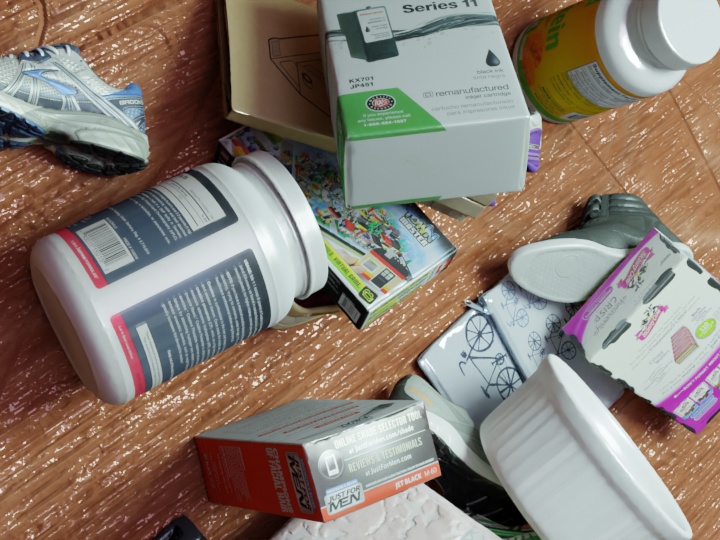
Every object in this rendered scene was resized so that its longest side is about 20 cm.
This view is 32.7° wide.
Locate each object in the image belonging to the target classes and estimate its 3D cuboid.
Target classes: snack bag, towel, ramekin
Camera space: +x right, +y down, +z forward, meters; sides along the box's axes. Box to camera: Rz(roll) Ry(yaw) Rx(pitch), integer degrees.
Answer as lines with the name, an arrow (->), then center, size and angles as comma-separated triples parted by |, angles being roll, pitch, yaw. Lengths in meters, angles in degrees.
snack bag -> 0.162, 0.101, 1.205 | 0.200, 0.021, 0.189 | -39, 104, -28
towel -> 0.007, 0.249, 0.972 | 0.200, 0.190, 0.032 | -40, 142, -31
ramekin -> 0.195, 0.182, 1.096 | 0.098, 0.201, 0.201 | -39, 107, 10

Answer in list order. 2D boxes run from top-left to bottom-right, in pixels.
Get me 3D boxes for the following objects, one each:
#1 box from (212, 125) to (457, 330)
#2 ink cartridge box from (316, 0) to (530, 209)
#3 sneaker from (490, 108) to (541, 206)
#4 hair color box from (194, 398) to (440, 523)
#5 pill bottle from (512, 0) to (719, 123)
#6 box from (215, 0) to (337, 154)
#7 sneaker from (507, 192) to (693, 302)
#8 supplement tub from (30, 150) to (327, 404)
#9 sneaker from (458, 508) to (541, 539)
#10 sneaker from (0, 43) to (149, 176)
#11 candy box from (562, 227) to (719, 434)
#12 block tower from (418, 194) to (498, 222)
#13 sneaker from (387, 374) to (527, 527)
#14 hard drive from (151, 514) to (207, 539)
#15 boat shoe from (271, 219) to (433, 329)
box -> -0.023, -0.056, 1.056 | 0.110, 0.035, 0.200 | -34, 75, -30
ink cartridge box -> 0.045, -0.155, 0.994 | 0.146, 0.083, 0.201 | -7, 49, -4
sneaker -> 0.098, -0.092, 1.162 | 0.199, 0.081, 0.084 | -22, 113, -25
hair color box -> -0.040, 0.147, 0.975 | 0.110, 0.200, 0.064 | -16, 92, -30
pill bottle -> 0.248, -0.216, 1.189 | 0.111, 0.200, 0.112 | 4, 82, -30
box -> -0.031, -0.169, 1.080 | 0.199, 0.021, 0.164 | 15, 48, -29
sneaker -> 0.224, -0.027, 1.225 | 0.199, 0.099, 0.071 | -3, 130, -20
supplement tub -> -0.140, 0.002, 0.953 | 0.199, 0.140, 0.141 | -27, 98, -21
sneaker -> 0.107, 0.243, 1.092 | 0.199, 0.085, 0.078 | 16, 112, -45
sneaker -> -0.258, -0.140, 0.964 | 0.199, 0.077, 0.086 | 19, 65, -35
candy box -> 0.314, 0.064, 1.220 | 0.200, 0.061, 0.136 | 33, 104, -37
block tower -> 0.078, -0.133, 1.077 | 0.058, 0.054, 0.201 | 23, 44, -22
sneaker -> 0.095, 0.171, 1.130 | 0.200, 0.074, 0.080 | 47, 35, -26
hard drive -> -0.165, 0.310, 0.973 | 0.200, 0.042, 0.135 | -46, 107, -27
boat shoe -> 0.000, 0.000, 1.094 | 0.199, 0.066, 0.074 | -27, 98, -30
